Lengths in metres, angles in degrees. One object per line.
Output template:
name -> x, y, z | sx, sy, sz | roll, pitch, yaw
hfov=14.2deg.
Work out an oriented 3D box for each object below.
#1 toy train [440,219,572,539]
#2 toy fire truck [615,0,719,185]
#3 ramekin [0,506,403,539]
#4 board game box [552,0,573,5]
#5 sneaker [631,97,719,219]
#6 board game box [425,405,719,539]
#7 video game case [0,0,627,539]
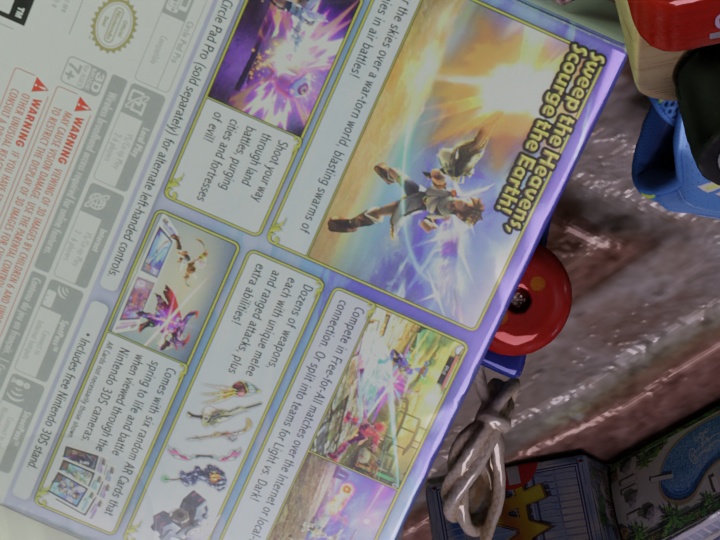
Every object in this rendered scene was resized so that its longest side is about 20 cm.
toy train -> 0.000, 0.000, 0.864 | 0.115, 0.201, 0.085 | 9, -174, -8
toy fire truck -> 0.134, -0.126, 0.602 | 0.175, 0.129, 0.200 | -11, 156, 2
ramekin -> -0.076, 0.085, 0.957 | 0.201, 0.095, 0.202 | -6, 176, 0
board game box -> 0.103, -0.176, 0.695 | 0.199, 0.097, 0.159 | -21, 144, 16
sneaker -> 0.149, -0.065, 0.887 | 0.105, 0.076, 0.200 | 6, 143, -21
board game box -> 0.131, 0.120, 1.164 | 0.200, 0.062, 0.200 | -32, 140, 30
video game case -> -0.047, -0.017, 0.803 | 0.181, 0.045, 0.201 | 24, 110, -3
